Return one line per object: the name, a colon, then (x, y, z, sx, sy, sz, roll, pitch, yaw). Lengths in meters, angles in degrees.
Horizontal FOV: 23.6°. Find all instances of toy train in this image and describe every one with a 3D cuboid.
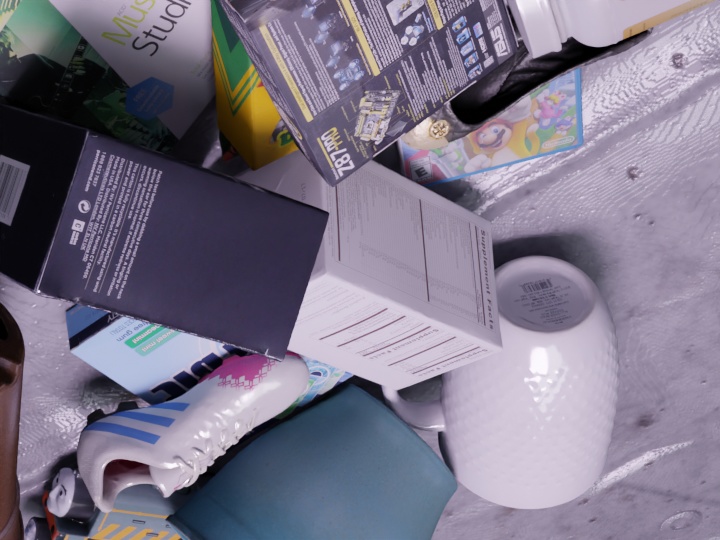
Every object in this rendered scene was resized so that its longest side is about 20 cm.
toy train: (-0.190, 0.222, 1.503, 0.198, 0.085, 0.115, 14, 118, -29)

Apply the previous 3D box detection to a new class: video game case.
video game case: (0.089, -0.147, 1.240, 0.142, 0.018, 0.201, -14, 138, -3)

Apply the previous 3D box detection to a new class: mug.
mug: (0.115, 0.083, 1.408, 0.198, 0.148, 0.176, -3, 134, -5)

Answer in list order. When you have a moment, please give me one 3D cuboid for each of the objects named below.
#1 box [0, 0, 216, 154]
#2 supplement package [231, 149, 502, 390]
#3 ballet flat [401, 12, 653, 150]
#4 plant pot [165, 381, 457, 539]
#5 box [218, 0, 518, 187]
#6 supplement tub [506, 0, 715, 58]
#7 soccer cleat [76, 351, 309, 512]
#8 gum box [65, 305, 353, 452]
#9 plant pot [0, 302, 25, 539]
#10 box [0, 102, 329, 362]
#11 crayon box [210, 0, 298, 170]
box: (-0.172, -0.162, 1.120, 0.199, 0.037, 0.144, 20, 126, -34)
supplement package: (0.000, 0.000, 1.266, 0.109, 0.115, 0.199, -23, 148, 35)
ballet flat: (0.110, -0.142, 1.197, 0.199, 0.057, 0.066, -32, 136, 16)
plant pot: (-0.025, 0.204, 1.424, 0.188, 0.199, 0.200, -47, 139, -12)
box: (0.009, -0.157, 1.068, 0.161, 0.049, 0.200, -39, 150, -5)
supplement tub: (0.178, -0.229, 1.088, 0.198, 0.145, 0.145, -22, 139, 5)
soccer cleat: (-0.127, 0.130, 1.349, 0.198, 0.087, 0.070, -22, 139, 8)
gum box: (-0.105, 0.051, 1.368, 0.169, 0.045, 0.200, -32, 136, 17)
plant pot: (-0.332, 0.123, 1.268, 0.198, 0.201, 0.200, 3, 128, -22)
box: (-0.154, -0.030, 1.136, 0.181, 0.199, 0.105, 19, 90, -34)
crayon box: (-0.032, -0.149, 1.132, 0.126, 0.051, 0.201, -29, 149, -21)
